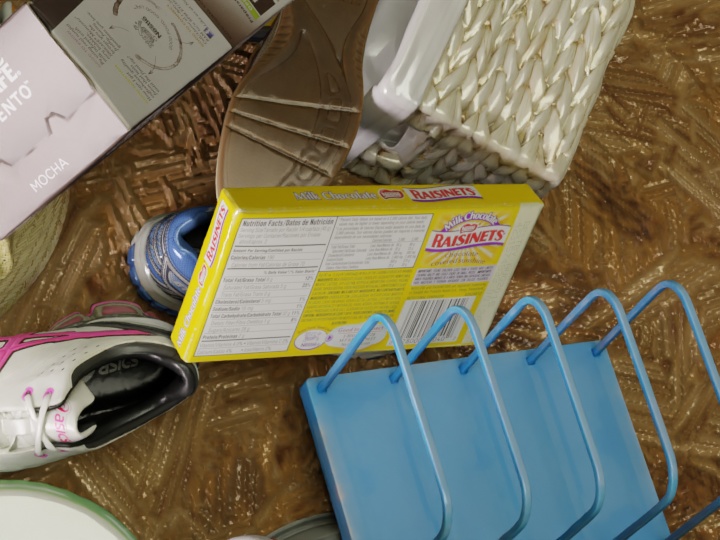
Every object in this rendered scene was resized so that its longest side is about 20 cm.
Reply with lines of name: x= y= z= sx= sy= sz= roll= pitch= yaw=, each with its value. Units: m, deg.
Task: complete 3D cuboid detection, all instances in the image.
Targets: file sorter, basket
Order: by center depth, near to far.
file sorter: x=0.093 y=0.092 z=1.243 sx=0.198 sy=0.123 sz=0.140 roll=-6 pitch=66 yaw=-26
basket: x=0.078 y=-0.140 z=1.318 sx=0.123 sy=0.135 sz=0.201 roll=27 pitch=70 yaw=-11

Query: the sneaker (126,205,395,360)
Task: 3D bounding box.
sneaker: x=-0.028 y=0.002 z=1.273 sx=0.198 sy=0.085 sz=0.078 roll=5 pitch=75 yaw=-17

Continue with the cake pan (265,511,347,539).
cake pan: x=0.003 y=0.231 z=1.250 sx=0.198 sy=0.037 sz=0.202 roll=4 pitch=75 yaw=-16

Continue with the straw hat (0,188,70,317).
straw hat: x=-0.222 y=-0.033 z=1.168 sx=0.200 sy=0.085 sz=0.203 roll=-12 pitch=114 yaw=-30

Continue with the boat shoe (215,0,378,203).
boat shoe: x=-0.035 y=-0.099 z=1.261 sx=0.072 sy=0.072 sz=0.202 roll=16 pitch=64 yaw=-5

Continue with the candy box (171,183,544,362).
candy box: x=0.000 y=0.000 z=1.224 sx=0.199 sy=0.103 sz=0.026 roll=-2 pitch=37 yaw=-34

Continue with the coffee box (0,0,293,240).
coffee box: x=-0.129 y=-0.112 z=1.160 sx=0.080 sy=0.113 sz=0.200 roll=51 pitch=35 yaw=-6

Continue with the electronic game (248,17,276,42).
electronic game: x=-0.063 y=-0.233 z=1.341 sx=0.198 sy=0.042 sz=0.202 roll=3 pitch=77 yaw=-12

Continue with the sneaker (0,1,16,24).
sneaker: x=-0.267 y=-0.096 z=1.229 sx=0.199 sy=0.078 sz=0.080 roll=-15 pitch=84 yaw=-28

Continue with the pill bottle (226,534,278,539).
pill bottle: x=0.004 y=0.212 z=1.151 sx=0.199 sy=0.112 sz=0.113 roll=24 pitch=68 yaw=-35

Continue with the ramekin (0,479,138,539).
ramekin: x=-0.187 y=0.203 z=1.164 sx=0.198 sy=0.098 sz=0.202 roll=4 pitch=75 yaw=-16

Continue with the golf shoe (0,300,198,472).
golf shoe: x=-0.182 y=0.069 z=1.198 sx=0.199 sy=0.092 sz=0.073 roll=-20 pitch=108 yaw=-19
